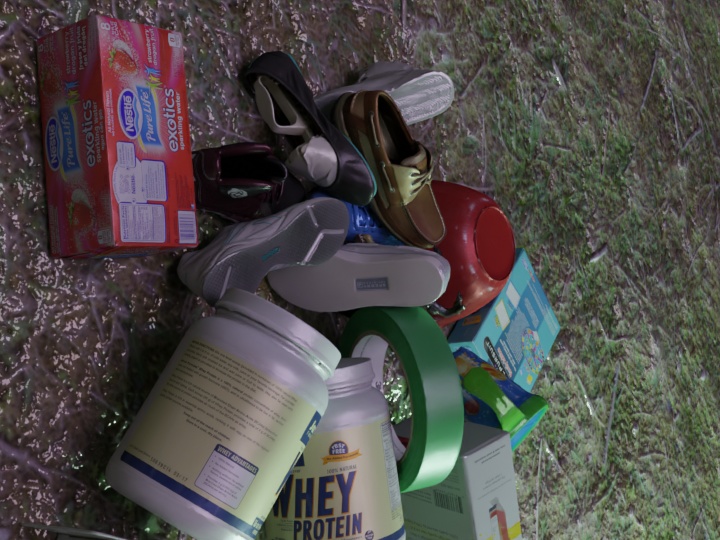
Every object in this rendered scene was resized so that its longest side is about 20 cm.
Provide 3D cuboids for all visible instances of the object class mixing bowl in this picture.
[{"bbox_3d":[0.130,-0.029,1.362,0.199,0.108,0.202,13,73,-50],"label":"mixing bowl"}]

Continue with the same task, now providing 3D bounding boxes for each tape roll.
[{"bbox_3d":[0.039,0.136,1.144,0.048,0.200,0.203,-5,88,-27],"label":"tape roll"}]

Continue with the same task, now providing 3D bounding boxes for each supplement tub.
[{"bbox_3d":[-0.035,0.199,1.087,0.144,0.144,0.202,-8,91,-51],"label":"supplement tub"},{"bbox_3d":[-0.118,0.133,0.945,0.145,0.144,0.201,42,71,-39],"label":"supplement tub"}]

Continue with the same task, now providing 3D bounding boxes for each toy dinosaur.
[{"bbox_3d":[0.067,0.029,1.198,0.201,0.088,0.048,60,13,-12],"label":"toy dinosaur"}]

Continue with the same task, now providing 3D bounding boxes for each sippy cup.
[{"bbox_3d":[0.141,0.171,1.309,0.130,0.178,0.139,43,38,17],"label":"sippy cup"}]

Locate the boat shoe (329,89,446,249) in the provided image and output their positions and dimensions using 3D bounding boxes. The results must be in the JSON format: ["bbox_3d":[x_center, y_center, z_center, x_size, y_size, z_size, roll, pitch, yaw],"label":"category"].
[{"bbox_3d":[0.042,-0.112,1.174,0.201,0.073,0.076,56,49,-21],"label":"boat shoe"}]

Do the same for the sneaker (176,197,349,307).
[{"bbox_3d":[-0.097,-0.030,1.066,0.199,0.080,0.071,-26,122,-35],"label":"sneaker"}]

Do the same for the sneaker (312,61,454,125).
[{"bbox_3d":[0.000,-0.196,1.253,0.198,0.116,0.074,-16,113,-16],"label":"sneaker"}]

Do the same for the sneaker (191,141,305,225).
[{"bbox_3d":[-0.099,-0.086,1.075,0.199,0.115,0.076,4,81,-51],"label":"sneaker"}]

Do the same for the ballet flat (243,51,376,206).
[{"bbox_3d":[-0.063,-0.145,1.141,0.068,0.068,0.201,-28,79,-43],"label":"ballet flat"}]

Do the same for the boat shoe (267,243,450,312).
[{"bbox_3d":[0.000,0.000,1.137,0.068,0.198,0.073,-38,121,-69],"label":"boat shoe"}]

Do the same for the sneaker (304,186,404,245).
[{"bbox_3d":[0.009,-0.062,1.217,0.200,0.078,0.067,9,83,-59],"label":"sneaker"}]

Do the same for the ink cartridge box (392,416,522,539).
[{"bbox_3d":[0.107,0.281,1.231,0.083,0.144,0.202,-19,106,-40],"label":"ink cartridge box"}]

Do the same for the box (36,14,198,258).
[{"bbox_3d":[-0.218,-0.114,0.945,0.099,0.095,0.202,-2,85,-52],"label":"box"}]

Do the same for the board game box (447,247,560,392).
[{"bbox_3d":[0.205,0.090,1.484,0.152,0.047,0.200,60,44,-26],"label":"board game box"}]

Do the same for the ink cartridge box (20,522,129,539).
[{"bbox_3d":[-0.189,0.272,0.904,0.199,0.115,0.068,32,61,-43],"label":"ink cartridge box"}]

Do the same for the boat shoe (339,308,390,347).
[{"bbox_3d":[0.039,0.037,1.263,0.202,0.074,0.075,37,55,-42],"label":"boat shoe"}]
